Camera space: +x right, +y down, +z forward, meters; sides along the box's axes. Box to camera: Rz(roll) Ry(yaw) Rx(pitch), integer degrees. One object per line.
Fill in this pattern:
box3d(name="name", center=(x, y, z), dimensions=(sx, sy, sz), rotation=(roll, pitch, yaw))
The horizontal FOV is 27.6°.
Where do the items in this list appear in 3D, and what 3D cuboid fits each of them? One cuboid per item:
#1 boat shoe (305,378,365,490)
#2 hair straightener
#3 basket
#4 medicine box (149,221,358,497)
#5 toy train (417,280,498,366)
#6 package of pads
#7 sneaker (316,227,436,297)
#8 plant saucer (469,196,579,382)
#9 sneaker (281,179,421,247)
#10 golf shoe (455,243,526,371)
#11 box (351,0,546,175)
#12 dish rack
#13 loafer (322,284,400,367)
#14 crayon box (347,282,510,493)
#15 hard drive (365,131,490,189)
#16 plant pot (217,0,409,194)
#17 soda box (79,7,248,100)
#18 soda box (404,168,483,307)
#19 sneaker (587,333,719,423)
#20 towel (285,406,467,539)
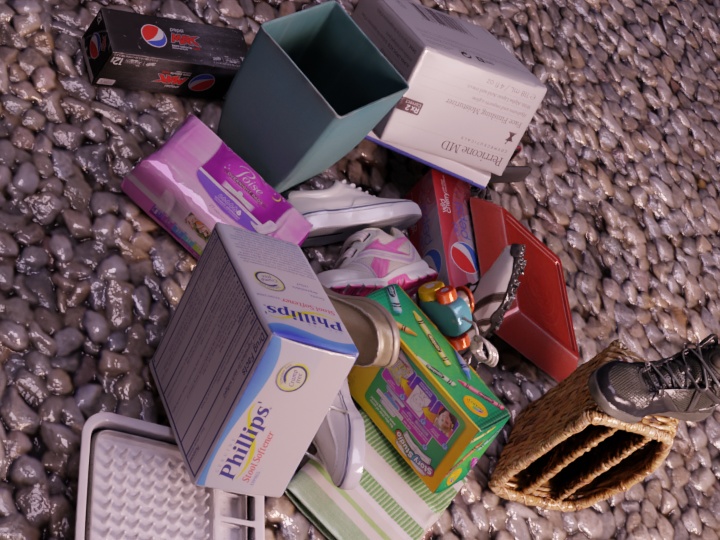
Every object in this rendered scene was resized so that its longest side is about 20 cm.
box3d(name="boat shoe", center=(-0.052, 0.149, 1.565), dimensions=(0.085, 0.075, 0.203), rotation=(9, 40, -21))
box3d(name="hair straightener", center=(0.159, -0.124, 1.980), dimensions=(0.199, 0.041, 0.078), rotation=(-8, 64, -42))
box3d(name="basket", center=(0.268, 0.209, 1.698), dimensions=(0.143, 0.200, 0.149), rotation=(42, 40, -7))
box3d(name="medicine box", center=(-0.111, 0.088, 1.450), dimensions=(0.102, 0.183, 0.200), rotation=(14, 27, -31))
box3d(name="toy train", center=(0.103, 0.092, 1.654), dimensions=(0.055, 0.201, 0.151), rotation=(-29, 72, -32))
box3d(name="package of pads", center=(-0.160, -0.072, 1.656), dimensions=(0.200, 0.076, 0.121), rotation=(42, 43, -5))
box3d(name="sneaker", center=(0.000, 0.000, 1.736), dimensions=(0.199, 0.081, 0.089), rotation=(-12, 65, -52))
box3d(name="plant saucer", center=(0.215, 0.022, 1.866), dimensions=(0.200, 0.036, 0.201), rotation=(36, 38, -44))
box3d(name="sneaker", center=(-0.010, -0.077, 1.784), dimensions=(0.199, 0.073, 0.071), rotation=(-5, 65, -41))
box3d(name="golf shoe", center=(0.122, 0.046, 1.712), dimensions=(0.094, 0.201, 0.078), rotation=(29, 20, 5))
box3d(name="box", center=(0.093, -0.241, 1.863), dimensions=(0.197, 0.132, 0.200), rotation=(13, 26, -32))
box3d(name="dish rack", center=(-0.189, 0.236, 1.423), dimensions=(0.198, 0.044, 0.173), rotation=(19, 50, -28))
box3d(name="loafer", center=(-0.039, 0.060, 1.593), dimensions=(0.068, 0.077, 0.199), rotation=(-15, 25, -42))
box3d(name="crayon box", center=(0.060, 0.129, 1.613), dimensions=(0.058, 0.119, 0.200), rotation=(-22, 62, -43))
box3d(name="hard drive", center=(0.070, -0.175, 1.901), dimensions=(0.198, 0.026, 0.132), rotation=(22, 22, -12))
box3d(name="plant pot", center=(-0.075, -0.182, 1.713), dimensions=(0.142, 0.200, 0.141), rotation=(49, 41, 10))
box3d(name="soda box", center=(-0.228, -0.256, 1.750), dimensions=(0.198, 0.063, 0.071), rotation=(3, 56, -38))
box3d(name="soda box", center=(0.107, -0.024, 1.841), dimensions=(0.063, 0.070, 0.202), rotation=(14, 51, -30))
box3d(name="sneaker", center=(0.340, 0.114, 1.596), dimensions=(0.198, 0.114, 0.077), rotation=(7, 51, -35))
box3d(name="towel", center=(0.020, 0.237, 1.609), dimensions=(0.153, 0.023, 0.200), rotation=(46, 44, 1))
